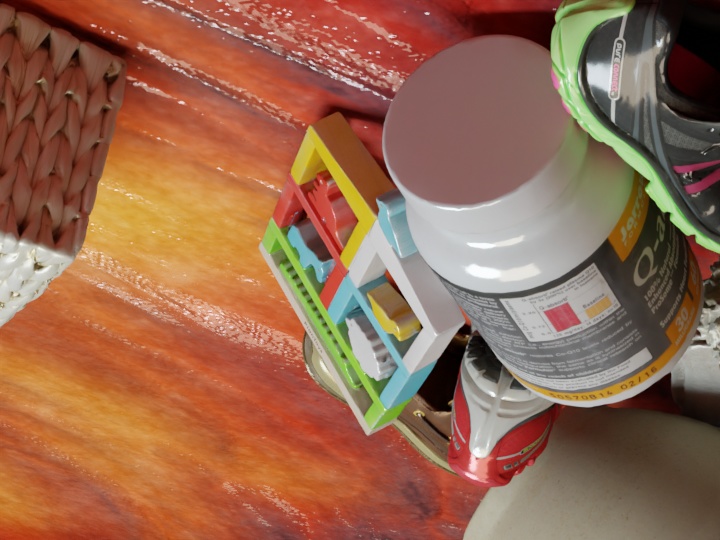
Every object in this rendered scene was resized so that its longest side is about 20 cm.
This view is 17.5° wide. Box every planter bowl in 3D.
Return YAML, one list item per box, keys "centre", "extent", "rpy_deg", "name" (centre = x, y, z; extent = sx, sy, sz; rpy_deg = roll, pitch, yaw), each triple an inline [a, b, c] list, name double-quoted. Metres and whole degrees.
- centre: [0.147, 0.158, 1.379]
  extent: [0.135, 0.200, 0.200]
  rpy_deg: [40, 161, 16]
  name: "planter bowl"

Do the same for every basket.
- centre: [-0.218, -0.049, 1.234]
  extent: [0.123, 0.136, 0.200]
  rpy_deg: [20, 156, -19]
  name: "basket"

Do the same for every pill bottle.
- centre: [0.090, -0.023, 1.143]
  extent: [0.116, 0.117, 0.200]
  rpy_deg: [2, 154, 25]
  name: "pill bottle"

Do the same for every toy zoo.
- centre: [0.000, 0.000, 1.253]
  extent: [0.020, 0.131, 0.200]
  rpy_deg: [-26, 165, -21]
  name: "toy zoo"

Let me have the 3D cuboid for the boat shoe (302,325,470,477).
- centre: [0.060, 0.076, 1.429]
  extent: [0.200, 0.072, 0.068]
  rpy_deg: [30, 154, -25]
  name: "boat shoe"

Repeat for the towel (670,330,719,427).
- centre: [0.274, 0.066, 1.337]
  extent: [0.200, 0.035, 0.133]
  rpy_deg: [9, 157, 13]
  name: "towel"

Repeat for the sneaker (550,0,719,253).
- centre: [0.169, -0.065, 1.061]
  extent: [0.084, 0.077, 0.200]
  rpy_deg: [-12, 148, 42]
  name: "sneaker"

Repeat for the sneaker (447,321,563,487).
- centre: [0.081, 0.072, 1.316]
  extent: [0.077, 0.085, 0.200]
  rpy_deg: [21, -167, 11]
  name: "sneaker"

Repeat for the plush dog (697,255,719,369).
- centre: [0.264, 0.074, 1.169]
  extent: [0.200, 0.172, 0.160]
  rpy_deg: [46, 133, -11]
  name: "plush dog"
